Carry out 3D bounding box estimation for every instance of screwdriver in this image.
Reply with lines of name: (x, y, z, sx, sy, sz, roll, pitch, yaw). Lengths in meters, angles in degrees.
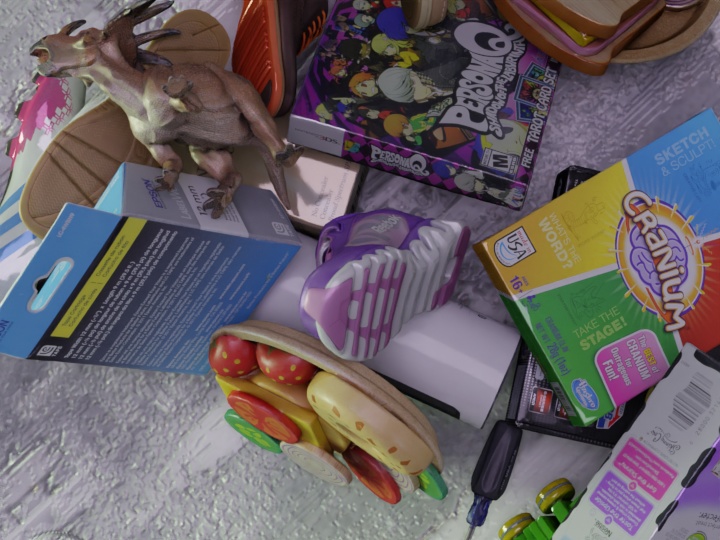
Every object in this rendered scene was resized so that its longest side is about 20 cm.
screwdriver: (0.079, 0.209, 1.158, 0.028, 0.029, 0.201, 21, 88, 5)

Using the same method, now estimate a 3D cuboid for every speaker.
speaker: (0.017, 0.042, 1.149, 0.199, 0.081, 0.082, 24, 86, 4)

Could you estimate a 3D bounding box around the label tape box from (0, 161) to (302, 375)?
label tape box: (-0.161, -0.002, 1.065, 0.144, 0.199, 0.066, -51, 49, 28)

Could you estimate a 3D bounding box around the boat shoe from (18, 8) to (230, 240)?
boat shoe: (-0.169, -0.100, 1.101, 0.071, 0.069, 0.200, 43, 80, -12)

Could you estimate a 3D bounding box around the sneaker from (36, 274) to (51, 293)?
sneaker: (-0.219, -0.003, 1.179, 0.198, 0.060, 0.105, 22, 84, 10)

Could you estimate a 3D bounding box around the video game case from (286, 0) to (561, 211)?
video game case: (0.058, -0.153, 1.142, 0.180, 0.036, 0.201, 17, 56, 4)

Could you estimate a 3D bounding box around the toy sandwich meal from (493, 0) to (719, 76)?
toy sandwich meal: (0.186, -0.242, 1.145, 0.203, 0.070, 0.207, 2, 65, -5)

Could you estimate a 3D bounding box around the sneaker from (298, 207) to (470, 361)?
sneaker: (0.000, 0.000, 1.059, 0.088, 0.200, 0.081, 25, 112, 19)

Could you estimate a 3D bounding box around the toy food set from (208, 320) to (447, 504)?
toy food set: (-0.025, 0.106, 1.091, 0.199, 0.198, 0.049, 24, 68, 20)

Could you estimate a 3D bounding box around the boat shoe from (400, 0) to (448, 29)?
boat shoe: (0.069, -0.264, 1.153, 0.064, 0.071, 0.201, 11, 57, -7)

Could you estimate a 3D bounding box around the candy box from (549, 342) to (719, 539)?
candy box: (0.235, 0.176, 1.071, 0.201, 0.167, 0.071, -56, 42, 3)

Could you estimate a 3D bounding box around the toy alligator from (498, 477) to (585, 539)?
toy alligator: (0.168, 0.182, 1.129, 0.200, 0.054, 0.059, -44, 59, 14)

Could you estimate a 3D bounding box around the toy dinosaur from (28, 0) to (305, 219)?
toy dinosaur: (-0.115, -0.118, 1.043, 0.086, 0.199, 0.136, -48, 41, 23)

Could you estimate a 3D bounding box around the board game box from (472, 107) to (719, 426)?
board game box: (0.204, -0.003, 1.107, 0.199, 0.040, 0.154, -31, 89, -7)

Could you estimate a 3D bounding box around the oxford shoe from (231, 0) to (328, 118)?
oxford shoe: (-0.054, -0.191, 1.146, 0.072, 0.071, 0.201, 14, 51, -23)

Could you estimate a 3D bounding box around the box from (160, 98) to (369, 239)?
box: (-0.094, -0.094, 1.169, 0.198, 0.078, 0.096, 16, 85, 4)

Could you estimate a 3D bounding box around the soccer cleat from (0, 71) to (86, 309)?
soccer cleat: (-0.228, -0.058, 1.134, 0.086, 0.070, 0.202, 19, 83, 0)

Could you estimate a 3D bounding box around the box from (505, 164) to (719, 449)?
box: (0.208, 0.036, 1.147, 0.159, 0.044, 0.202, 14, 85, -4)
